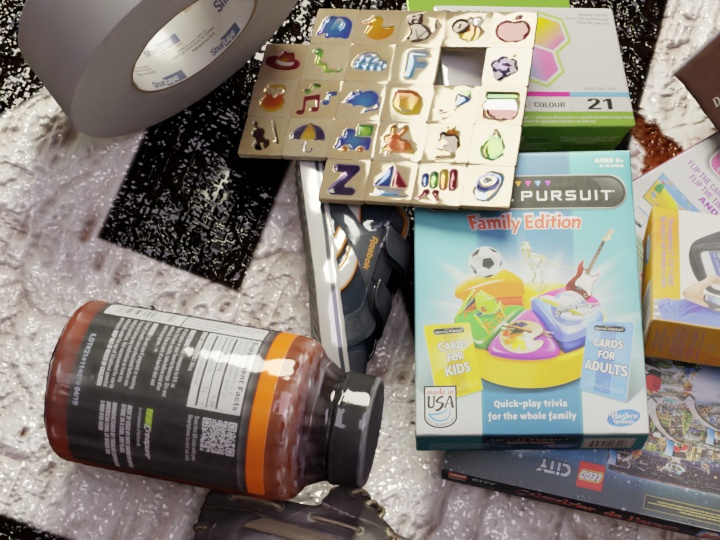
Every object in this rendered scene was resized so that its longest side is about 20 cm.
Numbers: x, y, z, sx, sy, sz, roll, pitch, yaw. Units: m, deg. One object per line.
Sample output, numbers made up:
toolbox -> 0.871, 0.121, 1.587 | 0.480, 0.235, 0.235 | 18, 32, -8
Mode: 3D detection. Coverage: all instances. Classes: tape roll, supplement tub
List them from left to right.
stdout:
tape roll -> -0.131, -0.180, 0.922 | 0.200, 0.200, 0.066 | -35, 79, -22
supplement tub -> -0.089, 0.085, 0.853 | 0.200, 0.107, 0.107 | 10, 66, 8

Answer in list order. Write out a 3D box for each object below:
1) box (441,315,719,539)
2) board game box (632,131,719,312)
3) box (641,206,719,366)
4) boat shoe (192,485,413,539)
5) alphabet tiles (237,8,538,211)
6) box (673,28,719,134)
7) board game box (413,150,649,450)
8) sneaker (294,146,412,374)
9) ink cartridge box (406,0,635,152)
box -> 0.166, 0.096, 0.932 | 0.200, 0.038, 0.137 | 12, 73, 8
board game box -> 0.257, -0.009, 1.026 | 0.200, 0.040, 0.153 | -28, 77, -21
box -> 0.294, 0.019, 0.926 | 0.200, 0.042, 0.119 | 7, 43, 6
boat shoe -> -0.011, 0.173, 0.876 | 0.200, 0.075, 0.073 | 7, 67, -11
alphabet tiles -> 0.017, -0.118, 0.959 | 0.200, 0.008, 0.167 | 4, 62, 15
box -> 0.383, -0.135, 1.011 | 0.166, 0.164, 0.200 | -24, 75, -44
board game box -> 0.111, 0.019, 0.918 | 0.151, 0.047, 0.200 | -1, 70, 3
sneaker -> 0.000, 0.000, 0.945 | 0.079, 0.078, 0.200 | -2, 67, -7
ink cartridge box -> 0.115, -0.184, 1.046 | 0.147, 0.076, 0.200 | -2, 70, -13
